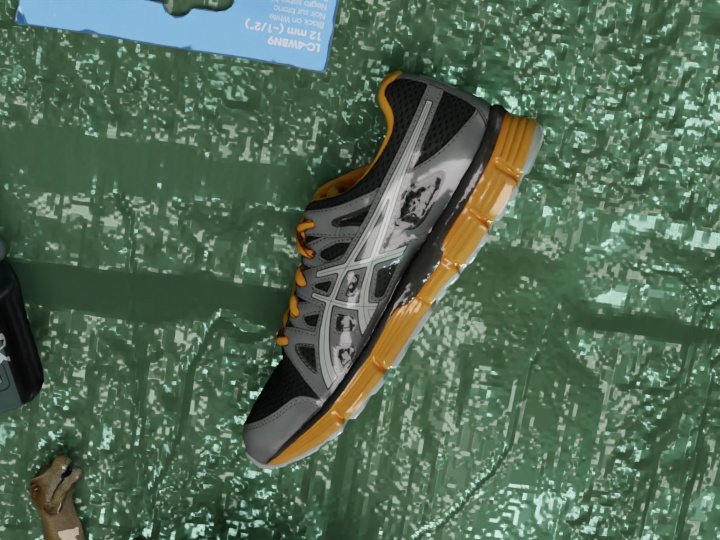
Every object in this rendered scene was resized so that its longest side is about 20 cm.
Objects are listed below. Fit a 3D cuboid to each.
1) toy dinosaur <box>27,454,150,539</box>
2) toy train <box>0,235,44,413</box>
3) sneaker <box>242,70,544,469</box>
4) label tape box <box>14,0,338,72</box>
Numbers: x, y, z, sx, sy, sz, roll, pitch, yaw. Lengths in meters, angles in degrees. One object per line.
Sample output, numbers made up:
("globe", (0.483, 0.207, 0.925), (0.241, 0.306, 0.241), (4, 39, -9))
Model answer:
("toy dinosaur", (-0.150, 0.182, 1.099), (0.101, 0.058, 0.201), (24, 101, 3))
("toy train", (-0.213, -0.010, 1.000), (0.113, 0.085, 0.201), (-18, 110, -9))
("sneaker", (0.000, 0.000, 1.024), (0.077, 0.078, 0.201), (33, 103, -1))
("label tape box", (-0.062, -0.180, 0.947), (0.142, 0.066, 0.201), (9, 109, -7))
